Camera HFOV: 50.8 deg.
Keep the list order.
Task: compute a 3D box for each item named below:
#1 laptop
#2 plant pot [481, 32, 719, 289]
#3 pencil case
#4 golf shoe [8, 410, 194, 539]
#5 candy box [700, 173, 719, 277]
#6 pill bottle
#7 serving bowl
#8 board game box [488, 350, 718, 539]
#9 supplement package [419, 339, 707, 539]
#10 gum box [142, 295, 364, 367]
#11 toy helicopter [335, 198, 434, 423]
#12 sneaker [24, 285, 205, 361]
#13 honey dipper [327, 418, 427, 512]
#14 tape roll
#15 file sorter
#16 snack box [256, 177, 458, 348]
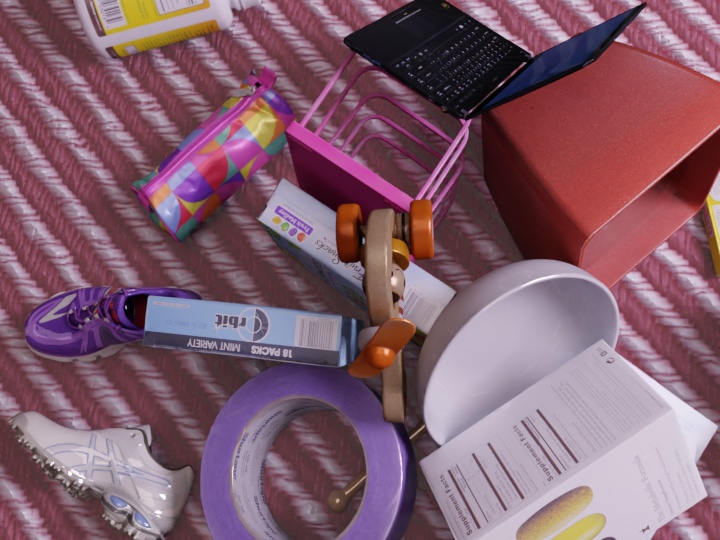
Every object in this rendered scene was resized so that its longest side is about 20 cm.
[{"bbox_3d":[0.118,-0.214,0.658,0.198,0.105,0.177,35,43,12],"label":"laptop"},{"bbox_3d":[0.224,-0.105,0.751,0.199,0.201,0.177,-38,65,-7],"label":"plant pot"},{"bbox_3d":[-0.156,-0.126,0.823,0.088,0.089,0.200,42,83,11],"label":"pencil case"},{"bbox_3d":[-0.259,0.190,0.770,0.198,0.079,0.098,34,63,4],"label":"golf shoe"},{"bbox_3d":[0.411,-0.101,0.815,0.099,0.026,0.206,-7,77,-1],"label":"candy box"},{"bbox_3d":[-0.216,-0.317,0.857,0.194,0.109,0.112,-15,76,-1],"label":"pill bottle"},{"bbox_3d":[0.132,0.069,0.679,0.196,0.203,0.066,-28,42,-4],"label":"serving bowl"},{"bbox_3d":[0.213,0.177,0.750,0.198,0.043,0.201,35,84,10],"label":"board game box"},{"bbox_3d":[0.169,0.178,0.647,0.197,0.110,0.115,-34,118,1],"label":"supplement package"},{"bbox_3d":[-0.087,0.057,0.711,0.165,0.200,0.046,5,85,6],"label":"gum box"},{"bbox_3d":[0.024,0.050,0.614,0.076,0.204,0.134,-2,34,6],"label":"toy helicopter"},{"bbox_3d":[-0.259,0.043,0.788,0.194,0.084,0.083,-9,75,2],"label":"sneaker"},{"bbox_3d":[0.046,0.175,0.768,0.199,0.038,0.038,-41,78,-2],"label":"honey dipper"},{"bbox_3d":[-0.047,0.195,0.722,0.194,0.085,0.206,-5,72,14],"label":"tape roll"},{"bbox_3d":[0.025,-0.104,0.750,0.137,0.201,0.127,33,77,10],"label":"file sorter"},{"bbox_3d":[0.000,0.000,0.754,0.198,0.142,0.054,34,82,9],"label":"snack box"}]
